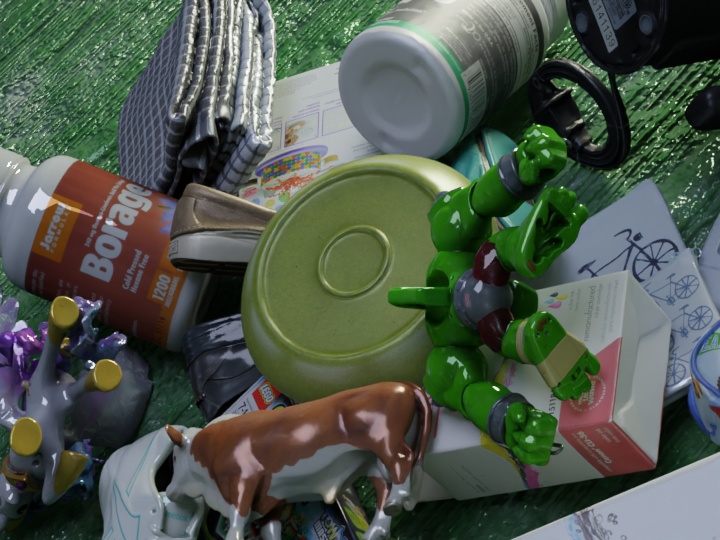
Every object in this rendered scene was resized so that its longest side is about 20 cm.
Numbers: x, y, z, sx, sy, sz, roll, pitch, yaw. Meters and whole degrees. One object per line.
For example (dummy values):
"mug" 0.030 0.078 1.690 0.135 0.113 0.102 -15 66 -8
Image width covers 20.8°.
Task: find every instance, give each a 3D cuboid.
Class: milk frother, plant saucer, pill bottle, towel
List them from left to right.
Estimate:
"pill bottle" -0.209 -0.022 1.541 0.198 0.113 0.113 21 57 3
"towel" -0.143 -0.126 1.632 0.166 0.085 0.201 -51 27 39
"plant saucer" 0.000 0.000 1.368 0.198 0.031 0.202 -12 59 20
"pill bottle" 0.079 -0.177 1.552 0.112 0.114 0.200 7 33 34
"milk frother" 0.243 -0.180 1.491 0.187 0.183 0.199 -11 0 -30

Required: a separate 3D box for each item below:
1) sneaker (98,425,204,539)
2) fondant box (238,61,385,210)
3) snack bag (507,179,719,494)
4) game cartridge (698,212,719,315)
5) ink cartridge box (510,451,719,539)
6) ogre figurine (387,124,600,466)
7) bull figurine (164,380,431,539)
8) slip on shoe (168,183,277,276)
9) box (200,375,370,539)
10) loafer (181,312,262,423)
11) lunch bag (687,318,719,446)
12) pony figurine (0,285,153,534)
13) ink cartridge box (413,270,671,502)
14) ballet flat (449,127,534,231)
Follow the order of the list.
"sneaker" -0.148 0.196 1.367 0.080 0.070 0.202 -38 42 41
"fondant box" -0.023 -0.081 1.594 0.143 0.058 0.201 -15 44 17
"snack bag" 0.158 0.038 1.380 0.188 0.021 0.201 -32 41 17
"game cartridge" 0.315 -0.026 1.368 0.132 0.041 0.201 12 57 41
"ink cartridge box" 0.175 0.213 1.114 0.198 0.147 0.147 -23 63 9
"ogre figurine" 0.085 0.015 1.255 0.098 0.202 0.119 -20 11 -36
"bull figurine" -0.046 0.134 1.298 0.198 0.065 0.122 -20 51 15
"slip on shoe" -0.044 -0.022 1.476 0.198 0.076 0.061 7 77 -7
"box" -0.057 0.170 1.371 0.110 0.035 0.201 -45 40 13
"loafer" -0.035 0.061 1.471 0.198 0.073 0.073 -18 67 16
"lunch bag" 0.314 0.079 1.216 0.160 0.076 0.200 -40 59 -19
"pony figurine" -0.234 0.098 1.459 0.200 0.165 0.195 132 155 -57
"ink cartridge box" 0.103 0.082 1.322 0.199 0.067 0.117 -15 49 34
"ballet flat" 0.101 -0.036 1.462 0.071 0.067 0.201 -57 19 21
